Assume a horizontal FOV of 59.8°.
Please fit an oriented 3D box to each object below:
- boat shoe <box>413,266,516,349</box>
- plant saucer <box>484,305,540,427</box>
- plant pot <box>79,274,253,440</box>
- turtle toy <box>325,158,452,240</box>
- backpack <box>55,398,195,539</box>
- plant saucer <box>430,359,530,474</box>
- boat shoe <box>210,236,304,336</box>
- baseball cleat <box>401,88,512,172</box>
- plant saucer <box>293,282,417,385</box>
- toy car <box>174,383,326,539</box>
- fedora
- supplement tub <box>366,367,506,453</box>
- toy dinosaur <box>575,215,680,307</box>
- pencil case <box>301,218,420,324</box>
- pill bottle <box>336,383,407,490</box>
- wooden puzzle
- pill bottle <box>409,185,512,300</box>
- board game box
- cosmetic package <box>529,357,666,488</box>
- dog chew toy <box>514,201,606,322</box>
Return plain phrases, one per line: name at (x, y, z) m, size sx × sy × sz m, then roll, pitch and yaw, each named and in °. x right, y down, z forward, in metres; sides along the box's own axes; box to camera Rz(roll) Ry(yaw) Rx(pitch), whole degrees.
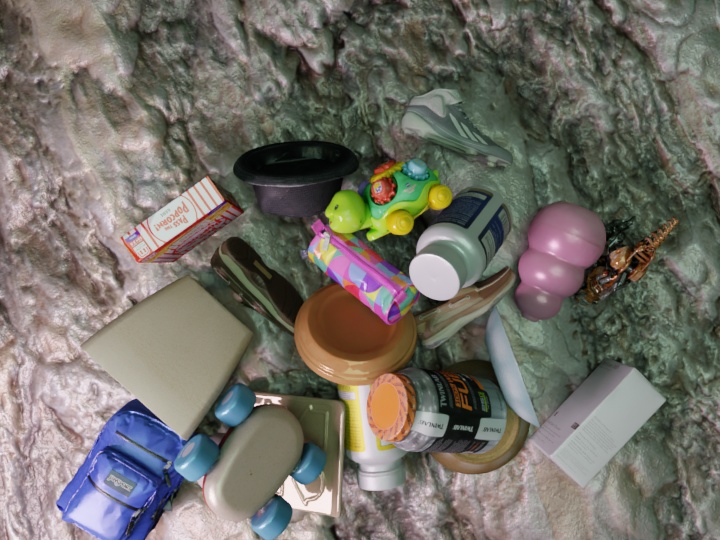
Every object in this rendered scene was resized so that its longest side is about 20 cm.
boat shoe at (0.172, 0.050, 1.051) m, size 0.200 × 0.076 × 0.072 m, roll -36°, pitch 89°, yaw -4°
plant saucer at (0.234, 0.156, 0.996) m, size 0.039 × 0.201 × 0.201 m, roll -21°, pitch 91°, yaw 10°
plant pot at (-0.277, 0.119, 0.980) m, size 0.200 × 0.200 × 0.177 m, roll 42°, pitch 78°, yaw -3°
turtle toy at (0.041, -0.112, 0.991) m, size 0.200 × 0.146 × 0.101 m, roll -33°, pitch 104°, yaw -13°
backpack at (-0.353, 0.316, 0.984) m, size 0.162 × 0.168 × 0.200 m, roll 33°, pitch 85°, yaw -9°
plant saucer at (0.198, 0.256, 1.072) m, size 0.200 × 0.035 × 0.201 m, roll 0°, pitch 91°, yaw -3°
boat shoe at (-0.168, 0.036, 1.046) m, size 0.075 × 0.075 × 0.202 m, roll -34°, pitch 101°, yaw 33°
baseball cleat at (0.172, -0.243, 1.050) m, size 0.200 × 0.070 × 0.107 m, roll 19°, pitch 90°, yaw -3°
plant saucer at (-0.007, 0.089, 1.001) m, size 0.200 × 0.038 × 0.201 m, roll 2°, pitch 50°, yaw -2°
toy car at (-0.193, 0.288, 0.978) m, size 0.184 × 0.200 × 0.177 m, roll 45°, pitch 63°, yaw -19°
fedora at (-0.101, -0.141, 1.011) m, size 0.200 × 0.201 × 0.092 m, roll -3°, pitch 121°, yaw -3°
supplement tub at (0.116, 0.214, 0.951) m, size 0.200 × 0.122 × 0.123 m, roll 13°, pitch 90°, yaw -35°
toy dinosaur at (0.439, -0.014, 1.027) m, size 0.200 × 0.136 × 0.102 m, roll -24°, pitch 111°, yaw 38°
pencil case at (0.000, 0.000, 0.999) m, size 0.200 × 0.088 × 0.088 m, roll 37°, pitch 89°, yaw 24°
pill bottle at (0.024, 0.248, 1.026) m, size 0.111 × 0.111 × 0.201 m, roll -6°, pitch 90°, yaw -3°
wooden puzzle at (-0.112, 0.296, 1.035) m, size 0.199 × 0.046 × 0.186 m, roll 3°, pitch 90°, yaw 23°
pill bottle at (0.156, -0.042, 0.981) m, size 0.111 × 0.111 × 0.200 m, roll 45°, pitch 46°, yaw -2°
board game box at (-0.266, -0.073, 0.966) m, size 0.151 × 0.200 × 0.046 m, roll -36°, pitch 92°, yaw -1°
cosmetic package at (0.392, 0.249, 1.044) m, size 0.081 × 0.113 × 0.200 m, roll 43°, pitch 87°, yaw -2°
dog chew toy at (0.320, -0.010, 1.036) m, size 0.124 × 0.125 × 0.200 m, roll 23°, pitch 95°, yaw -3°
